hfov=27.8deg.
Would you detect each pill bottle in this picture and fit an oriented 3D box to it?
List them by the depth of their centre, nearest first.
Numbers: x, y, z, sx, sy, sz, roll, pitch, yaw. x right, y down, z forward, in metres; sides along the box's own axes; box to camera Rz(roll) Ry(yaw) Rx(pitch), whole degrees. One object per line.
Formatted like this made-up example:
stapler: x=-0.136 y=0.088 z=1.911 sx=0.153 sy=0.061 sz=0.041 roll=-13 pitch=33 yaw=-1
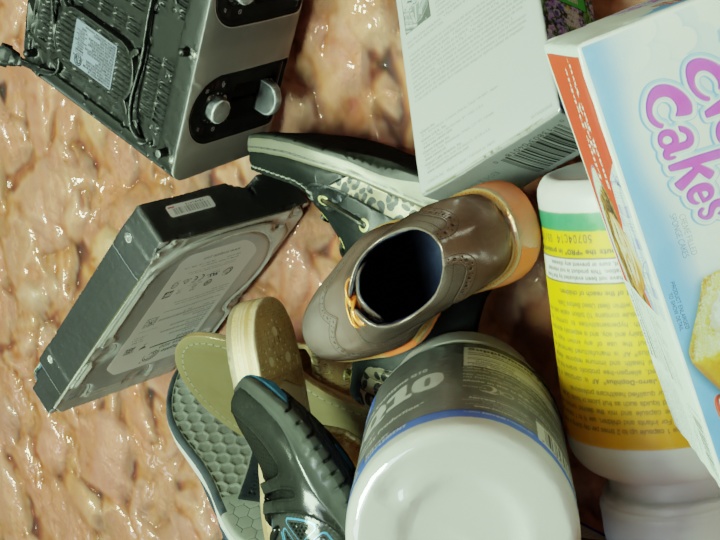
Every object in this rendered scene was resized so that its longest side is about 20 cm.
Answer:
pill bottle: x=0.159 y=0.043 z=0.765 sx=0.112 sy=0.112 sz=0.203 roll=0 pitch=103 yaw=42
pill bottle: x=0.054 y=0.104 z=0.767 sx=0.112 sy=0.200 sz=0.115 roll=1 pitch=102 yaw=4

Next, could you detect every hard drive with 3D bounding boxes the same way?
hard drive: x=-0.134 y=0.017 z=1.007 sx=0.038 sy=0.139 sz=0.200 roll=54 pitch=131 yaw=16

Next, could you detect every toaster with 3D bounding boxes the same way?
toaster: x=-0.131 y=-0.184 z=0.958 sx=0.199 sy=0.118 sz=0.182 roll=35 pitch=123 yaw=29

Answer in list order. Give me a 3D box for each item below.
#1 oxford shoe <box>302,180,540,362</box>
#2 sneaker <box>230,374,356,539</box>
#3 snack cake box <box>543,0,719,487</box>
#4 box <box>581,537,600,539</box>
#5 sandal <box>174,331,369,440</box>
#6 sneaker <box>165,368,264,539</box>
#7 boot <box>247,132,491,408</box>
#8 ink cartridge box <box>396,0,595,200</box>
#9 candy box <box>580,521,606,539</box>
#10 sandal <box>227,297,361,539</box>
oxford shoe: x=0.011 y=0.007 z=0.807 sx=0.200 sy=0.072 sz=0.072 roll=-37 pitch=75 yaw=51
sneaker: x=-0.027 y=0.150 z=0.811 sx=0.082 sy=0.073 sz=0.201 roll=-35 pitch=71 yaw=5
snack cake box: x=0.148 y=-0.017 z=0.640 sx=0.067 sy=0.115 sz=0.202 roll=-20 pitch=99 yaw=5
box: x=0.108 y=0.229 z=0.806 sx=0.198 sy=0.049 sz=0.160 roll=-1 pitch=97 yaw=42
sandal: x=-0.018 y=0.084 z=0.978 sx=0.210 sy=0.070 sz=0.078 roll=23 pitch=129 yaw=10
sneaker: x=-0.081 y=0.165 z=1.046 sx=0.203 sy=0.076 sz=0.147 roll=-115 pitch=11 yaw=-45
boot: x=0.000 y=0.000 z=0.914 sx=0.202 sy=0.073 sz=0.156 roll=19 pitch=107 yaw=33
ink cartridge box: x=0.074 y=-0.148 z=0.815 sx=0.109 sy=0.050 sz=0.202 roll=-29 pitch=58 yaw=44
candy box: x=0.129 y=0.247 z=0.878 sx=0.199 sy=0.077 sz=0.171 roll=24 pitch=116 yaw=37
sandal: x=-0.021 y=0.118 z=0.892 sx=0.069 sy=0.077 sz=0.214 roll=-11 pitch=97 yaw=27
